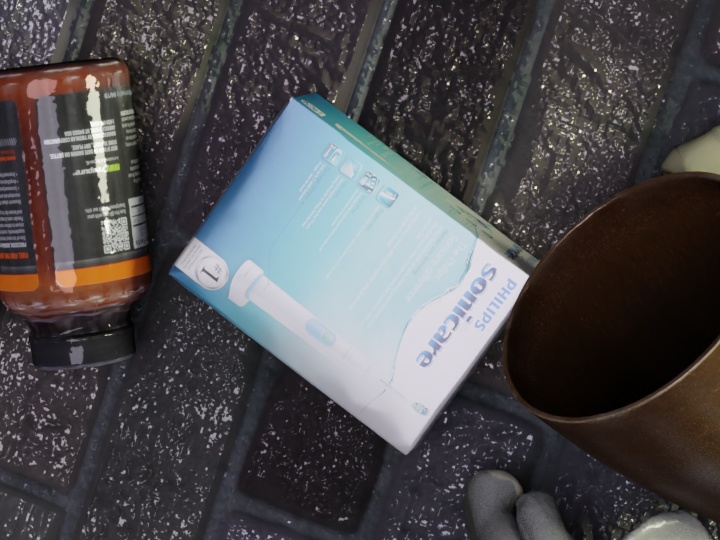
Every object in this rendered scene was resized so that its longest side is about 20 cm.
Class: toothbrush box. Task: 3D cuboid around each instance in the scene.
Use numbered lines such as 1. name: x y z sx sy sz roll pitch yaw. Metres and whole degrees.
1. toothbrush box: 0.000 0.000 1.583 0.200 0.085 0.147 36 101 5

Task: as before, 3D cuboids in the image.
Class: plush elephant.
1. plush elephant: 0.156 0.225 1.550 0.154 0.200 0.166 0 101 -12

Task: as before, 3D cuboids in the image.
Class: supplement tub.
1. supplement tub: -0.196 -0.038 1.607 0.106 0.107 0.201 -4 96 12

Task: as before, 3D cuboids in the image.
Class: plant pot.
1. plant pot: 0.221 0.074 1.497 0.187 0.187 0.200 -37 122 13

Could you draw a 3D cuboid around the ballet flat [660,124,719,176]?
1. ballet flat: 0.277 -0.012 1.542 0.069 0.069 0.200 -43 87 13
